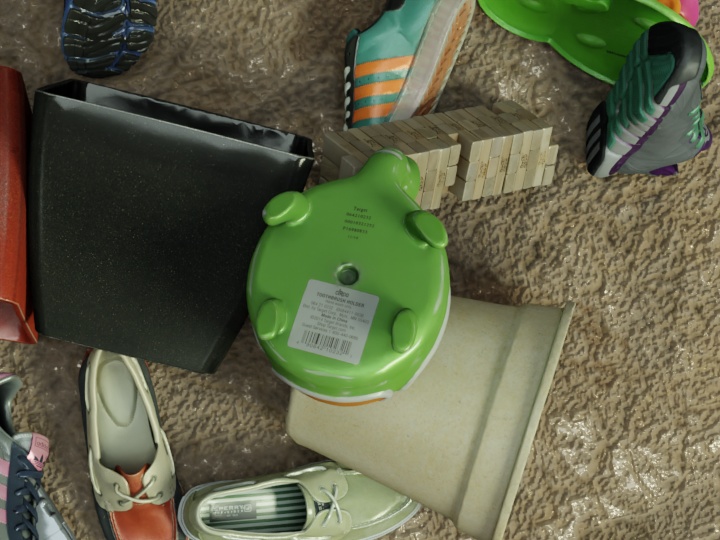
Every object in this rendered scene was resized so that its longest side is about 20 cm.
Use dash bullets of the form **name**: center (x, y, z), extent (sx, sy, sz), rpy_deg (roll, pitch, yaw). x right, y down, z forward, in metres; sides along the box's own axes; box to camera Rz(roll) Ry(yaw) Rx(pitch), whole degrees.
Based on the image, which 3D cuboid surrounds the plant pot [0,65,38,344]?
- **plant pot**: center (-0.329, -0.061, 1.257), extent (0.199, 0.200, 0.177), rpy_deg (9, 79, -5)

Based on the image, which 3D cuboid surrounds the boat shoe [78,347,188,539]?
- **boat shoe**: center (-0.178, 0.149, 1.321), extent (0.071, 0.063, 0.201), rpy_deg (-10, 91, -7)

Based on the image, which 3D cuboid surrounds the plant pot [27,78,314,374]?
- **plant pot**: center (-0.153, -0.032, 1.271), extent (0.199, 0.200, 0.178), rpy_deg (15, 97, -4)

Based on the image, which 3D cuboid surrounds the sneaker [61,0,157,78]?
- **sneaker**: center (-0.195, -0.241, 1.304), extent (0.075, 0.079, 0.201), rpy_deg (0, 123, -18)

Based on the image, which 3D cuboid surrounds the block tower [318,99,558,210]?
- **block tower**: center (0.058, -0.085, 1.302), extent (0.199, 0.058, 0.054), rpy_deg (-14, 126, -33)

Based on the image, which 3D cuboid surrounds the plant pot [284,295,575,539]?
- **plant pot**: center (0.047, 0.093, 1.292), extent (0.183, 0.200, 0.202), rpy_deg (18, 87, 8)

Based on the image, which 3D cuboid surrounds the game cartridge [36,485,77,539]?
- **game cartridge**: center (-0.255, 0.284, 1.325), extent (0.133, 0.042, 0.201), rpy_deg (-32, 91, -1)

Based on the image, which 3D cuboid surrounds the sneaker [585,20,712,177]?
- **sneaker**: center (0.242, -0.129, 1.302), extent (0.087, 0.200, 0.075), rpy_deg (7, 71, -10)

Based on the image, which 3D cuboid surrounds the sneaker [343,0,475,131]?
- **sneaker**: center (0.017, -0.144, 1.348), extent (0.080, 0.071, 0.201), rpy_deg (26, 92, 16)

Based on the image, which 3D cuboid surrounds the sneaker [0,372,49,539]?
- **sneaker**: center (-0.267, 0.164, 1.277), extent (0.082, 0.070, 0.201), rpy_deg (-27, 66, 0)

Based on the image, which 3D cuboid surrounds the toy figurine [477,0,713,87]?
- **toy figurine**: center (0.218, -0.263, 1.353), extent (0.199, 0.150, 0.185), rpy_deg (19, 72, 20)

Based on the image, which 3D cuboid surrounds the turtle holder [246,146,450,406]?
- **turtle holder**: center (-0.010, 0.005, 1.172), extent (0.140, 0.132, 0.186), rpy_deg (-13, 66, -2)

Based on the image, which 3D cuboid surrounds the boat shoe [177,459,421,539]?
- **boat shoe**: center (-0.041, 0.187, 1.321), extent (0.199, 0.062, 0.072), rpy_deg (-7, 89, -15)
